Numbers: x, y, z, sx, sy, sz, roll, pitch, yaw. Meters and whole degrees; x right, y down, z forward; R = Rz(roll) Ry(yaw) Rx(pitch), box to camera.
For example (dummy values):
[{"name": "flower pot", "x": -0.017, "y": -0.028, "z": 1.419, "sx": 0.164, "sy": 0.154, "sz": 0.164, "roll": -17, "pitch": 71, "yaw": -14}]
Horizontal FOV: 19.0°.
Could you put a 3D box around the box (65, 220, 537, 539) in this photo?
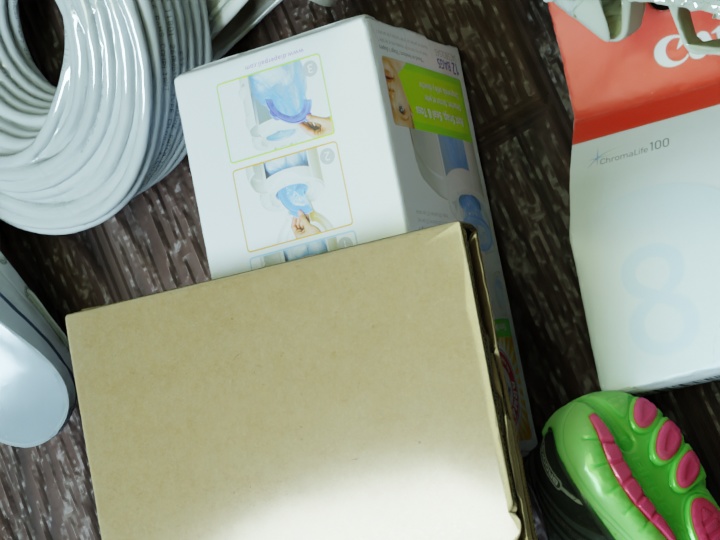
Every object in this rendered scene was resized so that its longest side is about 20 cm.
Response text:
[{"name": "box", "x": -0.027, "y": 0.078, "z": 0.922, "sx": 0.198, "sy": 0.021, "sz": 0.165, "roll": -13, "pitch": 84, "yaw": 25}]

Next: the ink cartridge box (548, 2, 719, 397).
[{"name": "ink cartridge box", "x": 0.166, "y": -0.058, "z": 0.947, "sx": 0.159, "sy": 0.047, "sz": 0.202, "roll": -15, "pitch": 82, "yaw": 23}]

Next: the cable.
[{"name": "cable", "x": -0.161, "y": -0.119, "z": 1.064, "sx": 0.199, "sy": 0.069, "sz": 0.201, "roll": -23, "pitch": 92, "yaw": 41}]

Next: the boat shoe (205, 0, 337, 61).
[{"name": "boat shoe", "x": -0.021, "y": -0.162, "z": 1.027, "sx": 0.199, "sy": 0.071, "sz": 0.070, "roll": -31, "pitch": 83, "yaw": 28}]

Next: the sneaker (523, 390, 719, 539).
[{"name": "sneaker", "x": 0.135, "y": 0.150, "z": 0.946, "sx": 0.084, "sy": 0.076, "sz": 0.201, "roll": -33, "pitch": 79, "yaw": 57}]

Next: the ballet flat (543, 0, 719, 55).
[{"name": "ballet flat", "x": 0.132, "y": -0.127, "z": 0.940, "sx": 0.199, "sy": 0.072, "sz": 0.073, "roll": 12, "pitch": 92, "yaw": 32}]

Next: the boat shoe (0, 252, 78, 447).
[{"name": "boat shoe", "x": -0.212, "y": -0.004, "z": 1.086, "sx": 0.202, "sy": 0.086, "sz": 0.075, "roll": 44, "pitch": 106, "yaw": -7}]

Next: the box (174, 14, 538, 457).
[{"name": "box", "x": 0.000, "y": 0.000, "z": 0.985, "sx": 0.101, "sy": 0.112, "sz": 0.202, "roll": -14, "pitch": 82, "yaw": 23}]
